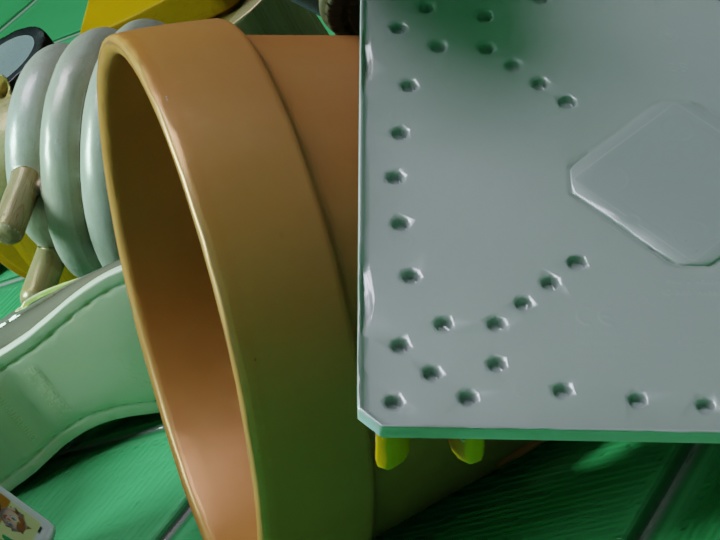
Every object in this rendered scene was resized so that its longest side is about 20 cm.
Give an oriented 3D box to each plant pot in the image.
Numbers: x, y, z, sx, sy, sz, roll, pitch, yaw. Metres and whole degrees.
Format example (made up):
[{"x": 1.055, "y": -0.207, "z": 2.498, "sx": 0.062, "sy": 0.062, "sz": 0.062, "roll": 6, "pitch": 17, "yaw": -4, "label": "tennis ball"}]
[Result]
[{"x": 0.000, "y": 0.000, "z": 1.007, "sx": 0.139, "sy": 0.201, "sz": 0.200, "roll": -15, "pitch": 14, "yaw": -13, "label": "plant pot"}]

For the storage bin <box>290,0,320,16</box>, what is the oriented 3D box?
[{"x": 0.054, "y": -0.165, "z": 1.088, "sx": 0.200, "sy": 0.134, "sz": 0.146, "roll": -42, "pitch": 37, "yaw": 43, "label": "storage bin"}]

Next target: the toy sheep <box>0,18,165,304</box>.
[{"x": -0.092, "y": -0.049, "z": 1.318, "sx": 0.198, "sy": 0.139, "sz": 0.138, "roll": 3, "pitch": 26, "yaw": 14, "label": "toy sheep"}]

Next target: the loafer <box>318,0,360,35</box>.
[{"x": 0.020, "y": -0.131, "z": 0.974, "sx": 0.075, "sy": 0.068, "sz": 0.200, "roll": 1, "pitch": -17, "yaw": 1, "label": "loafer"}]

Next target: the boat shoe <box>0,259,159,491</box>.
[{"x": -0.116, "y": 0.034, "z": 1.258, "sx": 0.201, "sy": 0.072, "sz": 0.060, "roll": -29, "pitch": 21, "yaw": 11, "label": "boat shoe"}]

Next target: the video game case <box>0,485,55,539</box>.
[{"x": -0.207, "y": 0.093, "z": 1.062, "sx": 0.022, "sy": 0.182, "sz": 0.200, "roll": -49, "pitch": 10, "yaw": 21, "label": "video game case"}]

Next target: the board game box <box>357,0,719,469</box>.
[{"x": 0.098, "y": -0.019, "z": 0.891, "sx": 0.198, "sy": 0.026, "sz": 0.201, "roll": 1, "pitch": 46, "yaw": -1, "label": "board game box"}]

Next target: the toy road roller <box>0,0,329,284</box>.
[{"x": -0.107, "y": -0.060, "z": 1.447, "sx": 0.199, "sy": 0.123, "sz": 0.146, "roll": -25, "pitch": 31, "yaw": 18, "label": "toy road roller"}]
